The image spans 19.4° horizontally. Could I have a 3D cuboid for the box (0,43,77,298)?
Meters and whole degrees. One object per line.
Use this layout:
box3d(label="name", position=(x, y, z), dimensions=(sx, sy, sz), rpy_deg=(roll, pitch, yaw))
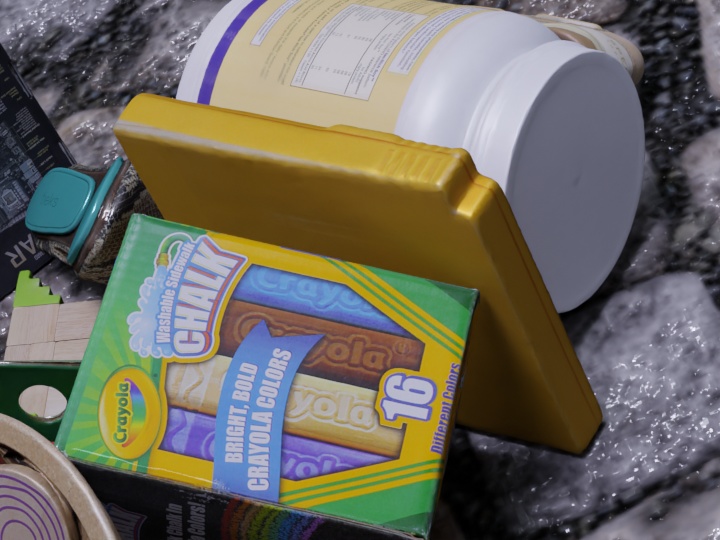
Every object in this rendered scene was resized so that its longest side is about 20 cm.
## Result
box3d(label="box", position=(-0.256, -0.032, 1.144), dimensions=(0.200, 0.161, 0.043), rpy_deg=(-40, 43, -11))

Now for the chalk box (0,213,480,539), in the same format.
box3d(label="chalk box", position=(-0.061, 0.068, 0.904), dimensions=(0.198, 0.125, 0.125), rpy_deg=(14, 56, 3))

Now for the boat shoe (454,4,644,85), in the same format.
box3d(label="boat shoe", position=(0.056, -0.108, 1.126), dimensions=(0.199, 0.073, 0.065), rpy_deg=(5, 15, 38))

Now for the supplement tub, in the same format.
box3d(label="supplement tub", position=(0.023, -0.060, 1.026), dimensions=(0.199, 0.146, 0.146), rpy_deg=(14, 56, 37))

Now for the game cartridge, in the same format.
box3d(label="game cartridge", position=(0.000, 0.000, 0.958), dimensions=(0.199, 0.177, 0.033), rpy_deg=(11, 54, 36))

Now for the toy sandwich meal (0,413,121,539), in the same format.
box3d(label="toy sandwich meal", position=(-0.160, 0.155, 0.817), dimensions=(0.204, 0.070, 0.207), rpy_deg=(2, 94, 40))

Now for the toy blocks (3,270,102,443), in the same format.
box3d(label="toy blocks", position=(-0.106, 0.084, 1.011), dimensions=(0.135, 0.100, 0.201), rpy_deg=(-6, 46, 8))

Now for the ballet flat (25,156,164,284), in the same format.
box3d(label="ballet flat", position=(-0.121, -0.021, 1.086), dimensions=(0.068, 0.075, 0.200), rpy_deg=(-64, 17, -5))
